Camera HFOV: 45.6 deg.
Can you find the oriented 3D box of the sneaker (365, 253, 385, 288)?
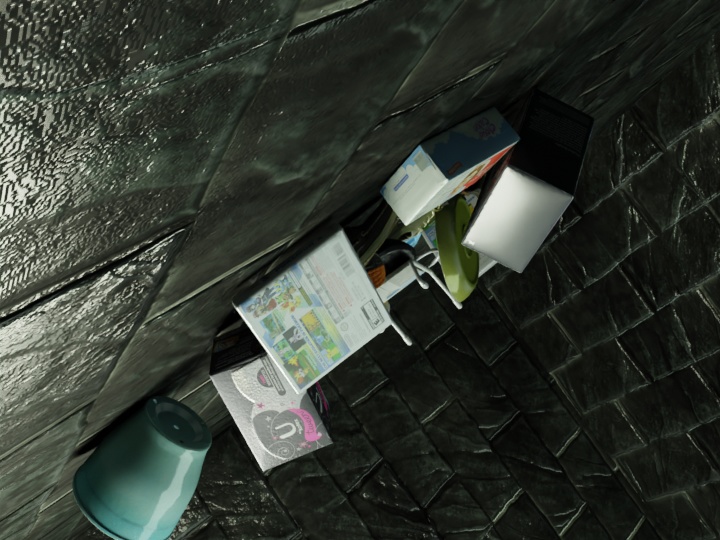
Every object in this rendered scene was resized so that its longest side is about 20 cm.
[{"bbox_3d":[-0.053,0.014,1.371,0.197,0.077,0.091,-11,176,-32],"label":"sneaker"}]

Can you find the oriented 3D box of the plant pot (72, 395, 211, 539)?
[{"bbox_3d":[-0.358,0.328,1.462,0.189,0.199,0.200,-54,170,13],"label":"plant pot"}]

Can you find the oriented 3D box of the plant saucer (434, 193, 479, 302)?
[{"bbox_3d":[0.174,-0.048,1.492,0.030,0.204,0.200,-8,-175,21],"label":"plant saucer"}]

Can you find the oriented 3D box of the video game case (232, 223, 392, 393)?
[{"bbox_3d":[-0.063,0.059,1.227,0.181,0.022,0.201,-36,129,-8],"label":"video game case"}]

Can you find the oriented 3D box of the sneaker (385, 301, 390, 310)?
[{"bbox_3d":[-0.016,0.060,1.739,0.200,0.087,0.082,38,-63,61],"label":"sneaker"}]

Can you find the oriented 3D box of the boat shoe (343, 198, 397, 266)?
[{"bbox_3d":[-0.017,-0.033,1.281,0.202,0.066,0.072,-54,-170,-1],"label":"boat shoe"}]

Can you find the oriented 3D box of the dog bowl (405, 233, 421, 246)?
[{"bbox_3d":[0.066,-0.055,1.664,0.111,0.050,0.200,-37,174,-8],"label":"dog bowl"}]

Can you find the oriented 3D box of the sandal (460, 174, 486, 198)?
[{"bbox_3d":[0.189,-0.159,1.519,0.054,0.084,0.199,-7,177,25],"label":"sandal"}]

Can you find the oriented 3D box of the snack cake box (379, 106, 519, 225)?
[{"bbox_3d":[0.132,-0.155,1.248,0.199,0.068,0.115,-32,170,-43],"label":"snack cake box"}]

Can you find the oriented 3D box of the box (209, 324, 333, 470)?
[{"bbox_3d":[-0.138,0.191,1.358,0.130,0.203,0.115,-22,-154,5],"label":"box"}]

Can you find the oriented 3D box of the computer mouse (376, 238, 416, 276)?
[{"bbox_3d":[0.000,0.000,1.459,0.197,0.053,0.139,-29,140,4],"label":"computer mouse"}]

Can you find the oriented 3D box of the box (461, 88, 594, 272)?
[{"bbox_3d":[0.272,-0.143,1.396,0.201,0.121,0.200,114,2,-51],"label":"box"}]

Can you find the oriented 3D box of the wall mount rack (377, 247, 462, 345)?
[{"bbox_3d":[0.082,0.052,1.465,0.199,0.075,0.173,-36,154,16],"label":"wall mount rack"}]

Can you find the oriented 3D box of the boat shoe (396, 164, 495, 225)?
[{"bbox_3d":[0.129,-0.135,1.395,0.200,0.061,0.072,-40,174,14],"label":"boat shoe"}]

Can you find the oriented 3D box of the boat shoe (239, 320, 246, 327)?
[{"bbox_3d":[-0.102,0.084,1.435,0.196,0.072,0.091,-7,-179,2],"label":"boat shoe"}]

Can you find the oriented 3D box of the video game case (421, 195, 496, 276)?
[{"bbox_3d":[0.215,-0.093,1.629,0.199,0.184,0.022,-40,157,22],"label":"video game case"}]

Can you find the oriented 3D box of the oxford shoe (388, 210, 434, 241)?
[{"bbox_3d":[0.100,-0.097,1.526,0.199,0.058,0.075,-37,172,-24],"label":"oxford shoe"}]
